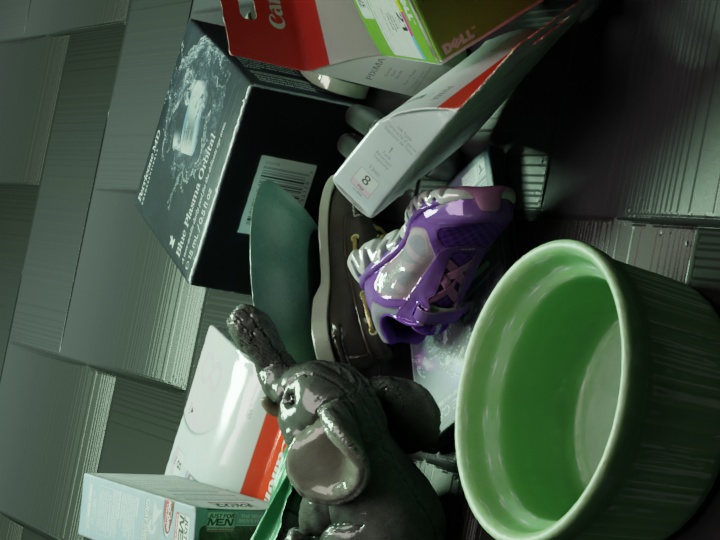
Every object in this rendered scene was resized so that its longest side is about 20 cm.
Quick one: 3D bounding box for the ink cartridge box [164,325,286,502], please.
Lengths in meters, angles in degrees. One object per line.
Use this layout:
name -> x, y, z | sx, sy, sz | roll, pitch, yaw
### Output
ink cartridge box -> -0.110, 0.158, 1.896 | 0.200, 0.057, 0.163 | 43, 117, 65

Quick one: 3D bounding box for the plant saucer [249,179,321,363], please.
plant saucer -> -0.050, 0.021, 1.761 | 0.201, 0.039, 0.201 | -6, -90, -78

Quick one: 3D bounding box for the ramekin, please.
ramekin -> 0.154, 0.086, 1.356 | 0.200, 0.098, 0.200 | -36, 48, 53

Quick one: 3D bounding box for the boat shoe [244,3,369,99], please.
boat shoe -> -0.042, -0.217, 1.898 | 0.201, 0.072, 0.061 | 42, 118, 51

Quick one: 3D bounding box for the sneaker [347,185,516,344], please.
sneaker -> 0.059, 0.000, 1.571 | 0.200, 0.080, 0.089 | 138, 130, -57

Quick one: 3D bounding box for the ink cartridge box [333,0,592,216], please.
ink cartridge box -> 0.081, -0.141, 1.533 | 0.163, 0.057, 0.200 | -40, -11, -47

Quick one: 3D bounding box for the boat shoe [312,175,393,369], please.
boat shoe -> 0.000, 0.000, 1.723 | 0.061, 0.072, 0.201 | -10, 50, 14

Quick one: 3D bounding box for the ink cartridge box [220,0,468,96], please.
ink cartridge box -> -0.018, -0.223, 1.706 | 0.050, 0.200, 0.161 | -53, 36, 39

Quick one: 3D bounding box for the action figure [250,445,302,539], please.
action figure -> -0.049, 0.178, 1.697 | 0.118, 0.055, 0.200 | 147, 147, -85

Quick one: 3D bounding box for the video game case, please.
video game case -> 0.079, 0.023, 1.617 | 0.143, 0.019, 0.200 | -44, 43, 48

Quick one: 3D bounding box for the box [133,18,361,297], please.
box -> -0.107, -0.102, 1.916 | 0.200, 0.117, 0.197 | 49, 124, 59

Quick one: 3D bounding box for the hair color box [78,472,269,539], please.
hair color box -> -0.156, 0.221, 1.831 | 0.200, 0.099, 0.061 | 6, 90, 55

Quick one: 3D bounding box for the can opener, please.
can opener -> 0.032, -0.098, 1.735 | 0.200, 0.067, 0.053 | -133, 58, -74

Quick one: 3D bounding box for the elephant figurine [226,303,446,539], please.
elephant figurine -> -0.011, 0.131, 1.567 | 0.142, 0.155, 0.200 | -97, 0, -68

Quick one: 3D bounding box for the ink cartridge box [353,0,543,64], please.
ink cartridge box -> 0.100, -0.216, 1.526 | 0.200, 0.148, 0.076 | 22, 141, 62
